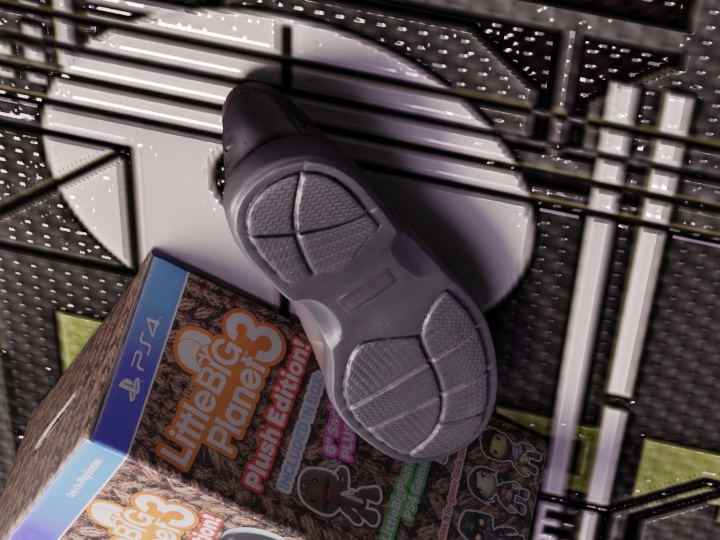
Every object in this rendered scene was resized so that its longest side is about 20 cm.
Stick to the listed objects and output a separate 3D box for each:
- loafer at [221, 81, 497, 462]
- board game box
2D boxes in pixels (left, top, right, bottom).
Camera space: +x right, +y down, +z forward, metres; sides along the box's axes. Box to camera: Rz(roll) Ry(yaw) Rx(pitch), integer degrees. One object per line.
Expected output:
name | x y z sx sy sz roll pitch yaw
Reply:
loafer | 0.000 0.000 0.971 0.071 0.063 0.200 -27 137 5
board game box | -0.046 0.107 1.083 0.199 0.097 0.160 25 143 -12
